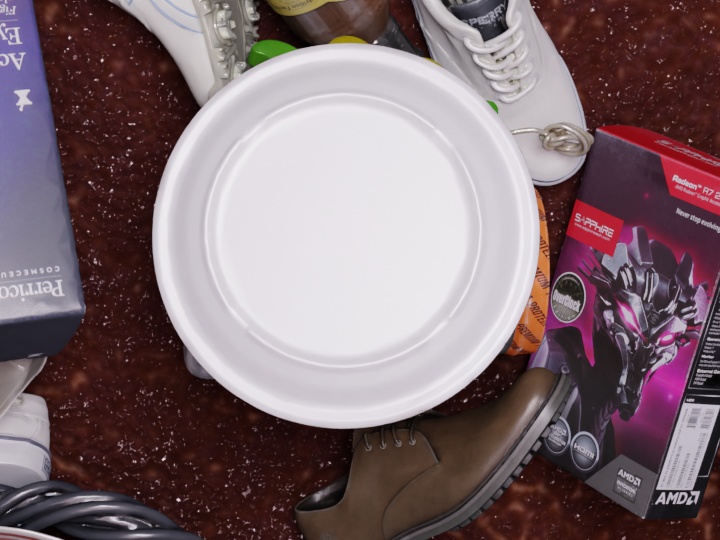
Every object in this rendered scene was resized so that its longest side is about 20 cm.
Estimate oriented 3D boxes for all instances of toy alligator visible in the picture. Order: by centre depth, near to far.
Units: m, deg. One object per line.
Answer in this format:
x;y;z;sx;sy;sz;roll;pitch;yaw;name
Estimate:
0.032;-0.077;1.031;0.200;0.059;0.054;16;59;-9;toy alligator

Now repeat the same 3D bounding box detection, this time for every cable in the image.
-0.163;0.184;1.106;0.200;0.051;0.163;-6;125;8;cable

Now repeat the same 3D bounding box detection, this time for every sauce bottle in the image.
-0.027;-0.167;1.023;0.065;0.065;0.200;-38;127;4;sauce bottle

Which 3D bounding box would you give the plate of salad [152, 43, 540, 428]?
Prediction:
-0.007;-0.018;0.977;0.200;0.048;0.200;0;83;4;plate of salad

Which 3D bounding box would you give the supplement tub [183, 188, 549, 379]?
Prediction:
0.000;0.000;1.061;0.200;0.123;0.123;-1;104;-6;supplement tub

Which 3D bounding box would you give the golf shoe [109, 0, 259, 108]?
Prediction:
-0.120;-0.170;1.042;0.097;0.078;0.200;-16;101;17;golf shoe

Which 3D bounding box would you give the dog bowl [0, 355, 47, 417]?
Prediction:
-0.270;0.022;1.032;0.200;0.059;0.200;4;74;-16;dog bowl

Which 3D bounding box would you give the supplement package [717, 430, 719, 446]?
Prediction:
0.315;0.048;1.091;0.200;0.151;0.152;14;102;-9;supplement package

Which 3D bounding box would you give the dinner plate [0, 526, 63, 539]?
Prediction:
-0.203;0.215;1.086;0.200;0.024;0.200;1;124;2;dinner plate

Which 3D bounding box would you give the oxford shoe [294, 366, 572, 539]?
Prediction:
0.037;0.111;1.101;0.200;0.073;0.084;-39;95;22;oxford shoe

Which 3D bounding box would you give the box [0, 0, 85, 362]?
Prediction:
-0.235;-0.050;0.974;0.148;0.104;0.200;-9;78;-20;box

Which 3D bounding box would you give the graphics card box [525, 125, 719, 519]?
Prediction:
0.164;0.028;1.083;0.051;0.125;0.200;3;108;-39;graphics card box

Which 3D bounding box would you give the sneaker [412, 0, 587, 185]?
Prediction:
0.069;-0.130;1.060;0.073;0.071;0.200;-32;107;3;sneaker

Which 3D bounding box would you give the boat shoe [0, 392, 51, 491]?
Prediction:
-0.278;0.090;1.083;0.200;0.066;0.072;3;146;-9;boat shoe
